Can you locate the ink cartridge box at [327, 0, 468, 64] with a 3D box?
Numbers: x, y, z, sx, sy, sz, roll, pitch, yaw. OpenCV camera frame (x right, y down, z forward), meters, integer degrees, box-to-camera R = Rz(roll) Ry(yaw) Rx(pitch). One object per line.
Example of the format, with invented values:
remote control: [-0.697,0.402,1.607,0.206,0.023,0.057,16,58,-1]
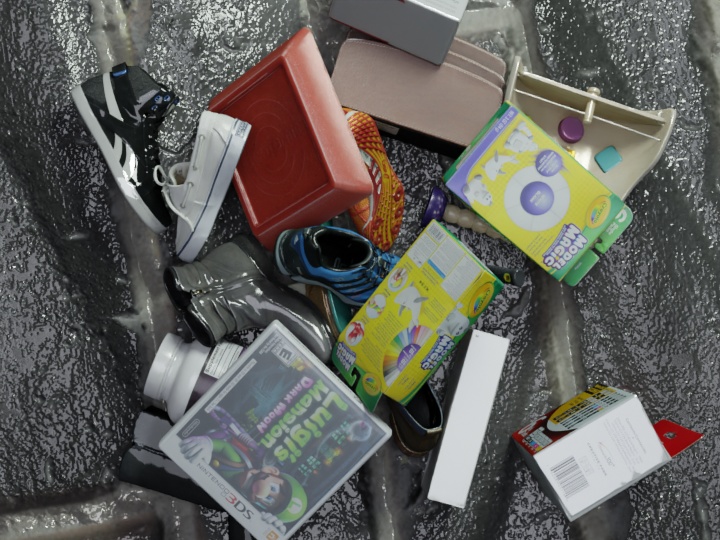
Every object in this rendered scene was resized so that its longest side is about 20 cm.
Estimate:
ink cartridge box: [0.066,-0.357,1.432,0.144,0.084,0.202,21,59,-1]

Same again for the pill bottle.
pill bottle: [-0.146,0.146,1.450,0.198,0.112,0.114,22,89,-1]

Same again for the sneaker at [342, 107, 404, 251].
sneaker: [-0.001,-0.107,1.457,0.073,0.077,0.202,-41,130,-31]

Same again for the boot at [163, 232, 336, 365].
boot: [-0.130,0.058,1.437,0.200,0.070,0.131,45,48,15]

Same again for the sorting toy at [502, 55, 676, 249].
sorting toy: [0.239,-0.125,1.455,0.198,0.107,0.182,18,84,-4]

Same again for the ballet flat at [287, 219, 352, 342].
ballet flat: [-0.060,-0.008,1.484,0.071,0.068,0.203,-11,89,19]

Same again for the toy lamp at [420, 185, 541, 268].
toy lamp: [0.173,-0.047,1.488,0.198,0.058,0.059,20,89,-1]

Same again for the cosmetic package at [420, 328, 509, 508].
cosmetic package: [0.124,0.171,1.471,0.050,0.083,0.203,15,90,-1]

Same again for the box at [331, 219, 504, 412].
box: [0.057,0.056,1.380,0.200,0.117,0.048,-49,132,8]

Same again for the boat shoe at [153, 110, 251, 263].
boat shoe: [-0.196,-0.099,1.432,0.085,0.075,0.203,22,130,-6]

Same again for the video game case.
video game case: [-0.096,0.187,1.386,0.182,0.023,0.200,43,101,-6]

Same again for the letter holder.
letter holder: [0.070,-0.226,1.467,0.198,0.101,0.144,18,87,-1]

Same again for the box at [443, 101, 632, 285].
box: [0.203,-0.079,1.399,0.199,0.048,0.118,38,102,-11]

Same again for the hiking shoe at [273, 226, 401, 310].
hiking shoe: [0.000,0.000,1.419,0.198,0.086,0.075,14,74,-31]

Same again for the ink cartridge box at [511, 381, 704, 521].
ink cartridge box: [0.275,0.189,1.415,0.174,0.200,0.084,-30,89,-1]

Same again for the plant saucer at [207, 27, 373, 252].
plant saucer: [-0.094,-0.142,1.421,0.036,0.199,0.202,-16,82,-45]

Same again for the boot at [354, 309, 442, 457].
boot: [0.051,0.112,1.449,0.074,0.097,0.202,-19,78,-16]

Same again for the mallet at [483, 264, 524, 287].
mallet: [0.126,-0.010,1.420,0.041,0.199,0.067,-10,92,-25]

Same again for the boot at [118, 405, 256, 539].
boot: [-0.194,0.270,1.470,0.198,0.066,0.167,22,80,-4]

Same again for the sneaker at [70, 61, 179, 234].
sneaker: [-0.249,-0.154,1.471,0.111,0.073,0.201,-30,89,0]
